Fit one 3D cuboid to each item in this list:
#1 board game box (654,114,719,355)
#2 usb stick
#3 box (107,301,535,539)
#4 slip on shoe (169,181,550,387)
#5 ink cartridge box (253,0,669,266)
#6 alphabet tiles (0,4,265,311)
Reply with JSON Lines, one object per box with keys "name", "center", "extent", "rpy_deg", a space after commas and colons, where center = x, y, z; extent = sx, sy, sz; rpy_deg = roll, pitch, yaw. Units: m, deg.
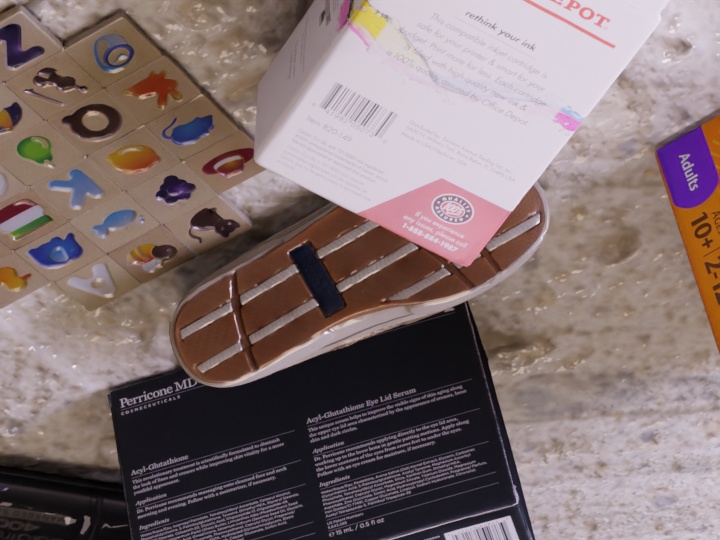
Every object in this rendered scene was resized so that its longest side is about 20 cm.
{"name": "board game box", "center": [0.297, 0.014, 1.306], "extent": [0.199, 0.200, 0.200], "rpy_deg": [-30, 139, 20]}
{"name": "usb stick", "center": [-0.192, 0.132, 1.444], "extent": [0.199, 0.033, 0.056], "rpy_deg": [11, 116, -28]}
{"name": "box", "center": [-0.020, 0.109, 1.383], "extent": [0.199, 0.142, 0.079], "rpy_deg": [-16, 144, 4]}
{"name": "slip on shoe", "center": [0.000, 0.000, 1.323], "extent": [0.199, 0.076, 0.061], "rpy_deg": [-28, 180, 6]}
{"name": "ink cartridge box", "center": [0.051, -0.111, 1.156], "extent": [0.116, 0.068, 0.200], "rpy_deg": [26, 124, -18]}
{"name": "alphabet tiles", "center": [-0.144, -0.049, 1.259], "extent": [0.166, 0.006, 0.200], "rpy_deg": [-27, 140, 17]}
